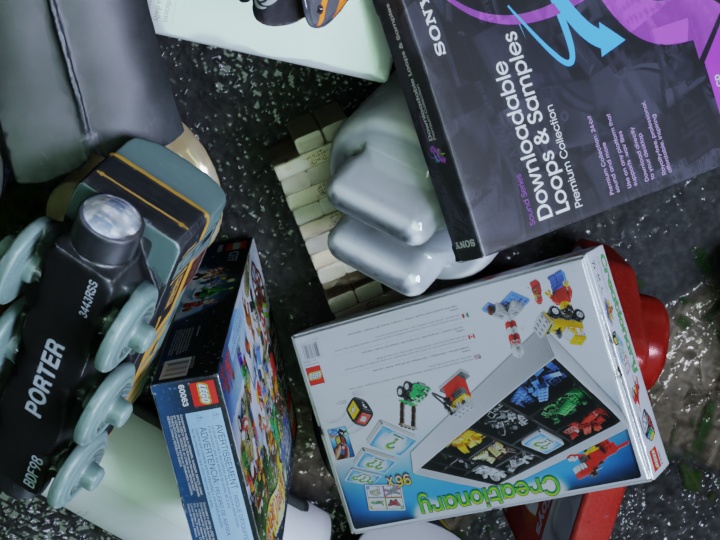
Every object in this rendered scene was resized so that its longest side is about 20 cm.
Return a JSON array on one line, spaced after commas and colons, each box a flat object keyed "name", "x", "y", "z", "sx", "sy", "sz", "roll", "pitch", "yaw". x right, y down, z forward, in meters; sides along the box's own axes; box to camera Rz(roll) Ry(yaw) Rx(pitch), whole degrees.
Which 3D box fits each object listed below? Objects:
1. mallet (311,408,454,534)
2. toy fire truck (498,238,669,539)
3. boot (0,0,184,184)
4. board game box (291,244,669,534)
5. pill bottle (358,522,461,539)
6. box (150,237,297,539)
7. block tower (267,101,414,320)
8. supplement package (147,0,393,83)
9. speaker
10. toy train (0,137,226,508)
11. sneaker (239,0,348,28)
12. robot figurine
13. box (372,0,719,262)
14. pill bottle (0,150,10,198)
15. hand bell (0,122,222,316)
[{"name": "mallet", "x": 0.037, "y": 0.162, "z": 0.922, "sx": 0.041, "sy": 0.066, "sz": 0.200, "roll": -36, "pitch": 111, "yaw": 8}, {"name": "toy fire truck", "x": 0.135, "y": 0.092, "z": 0.858, "sx": 0.111, "sy": 0.168, "sz": 0.202, "roll": 12, "pitch": 107, "yaw": -13}, {"name": "boot", "x": -0.114, "y": -0.154, "z": 0.663, "sx": 0.163, "sy": 0.066, "sz": 0.202, "roll": -11, "pitch": 109, "yaw": -5}, {"name": "board game box", "x": 0.063, "y": 0.073, "z": 0.790, "sx": 0.198, "sy": 0.035, "sz": 0.128, "roll": -16, "pitch": 92, "yaw": 31}, {"name": "pill bottle", "x": 0.019, "y": 0.268, "z": 0.915, "sx": 0.111, "sy": 0.113, "sz": 0.202, "roll": 6, "pitch": 119, "yaw": -11}, {"name": "box", "x": -0.073, "y": 0.081, "z": 0.804, "sx": 0.037, "sy": 0.200, "sz": 0.138, "roll": -10, "pitch": 111, "yaw": 5}, {"name": "block tower", "x": 0.000, "y": 0.000, "z": 0.866, "sx": 0.053, "sy": 0.058, "sz": 0.202, "roll": -21, "pitch": 109, "yaw": 0}, {"name": "supplement package", "x": -0.072, "y": -0.189, "z": 0.755, "sx": 0.197, "sy": 0.117, "sz": 0.118, "roll": 11, "pitch": 106, "yaw": -11}, {"name": "speaker", "x": -0.120, "y": 0.145, "z": 0.883, "sx": 0.199, "sy": 0.081, "sz": 0.082, "roll": 33, "pitch": 102, "yaw": -17}, {"name": "toy train", "x": -0.133, "y": 0.029, "z": 0.684, "sx": 0.085, "sy": 0.114, "sz": 0.201, "roll": 31, "pitch": 130, "yaw": 5}, {"name": "sneaker", "x": -0.043, "y": -0.163, "z": 0.620, "sx": 0.199, "sy": 0.077, "sz": 0.113, "roll": -16, "pitch": 126, "yaw": -50}, {"name": "robot figurine", "x": 0.060, "y": -0.075, "z": 0.793, "sx": 0.112, "sy": 0.200, "sz": 0.171, "roll": 29, "pitch": 143, "yaw": 19}, {"name": "box", "x": 0.117, "y": -0.103, "z": 0.727, "sx": 0.198, "sy": 0.036, "sz": 0.145, "roll": -21, "pitch": 94, "yaw": -22}, {"name": "pill bottle", "x": -0.245, "y": -0.062, "z": 0.728, "sx": 0.118, "sy": 0.200, "sz": 0.121, "roll": -3, "pitch": 110, "yaw": -8}, {"name": "hand bell", "x": -0.171, "y": -0.007, "z": 0.748, "sx": 0.103, "sy": 0.200, "sz": 0.105, "roll": 16, "pitch": 125, "yaw": 24}]
